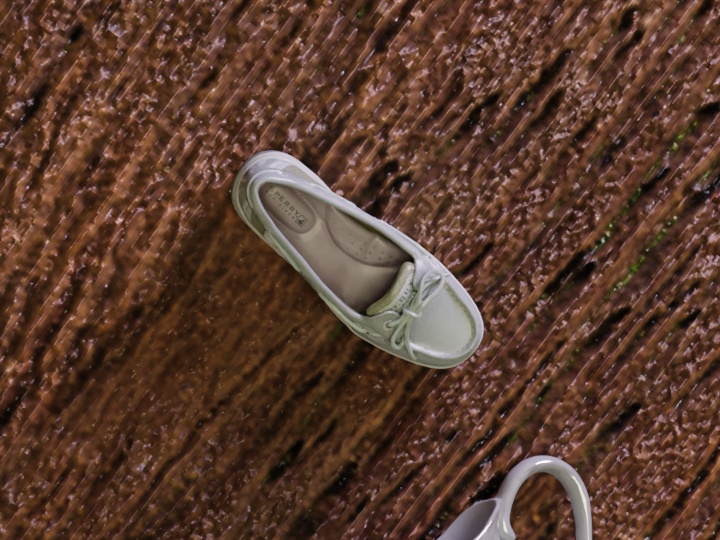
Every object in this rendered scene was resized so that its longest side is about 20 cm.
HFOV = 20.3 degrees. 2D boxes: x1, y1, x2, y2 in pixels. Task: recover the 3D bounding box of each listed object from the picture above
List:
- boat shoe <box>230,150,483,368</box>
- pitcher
[{"bbox_3d":[0.000,-0.002,1.321,0.202,0.065,0.074,42,93,-15],"label":"boat shoe"},{"bbox_3d":[0.122,0.244,1.375,0.171,0.121,0.200,-36,94,-16],"label":"pitcher"}]
